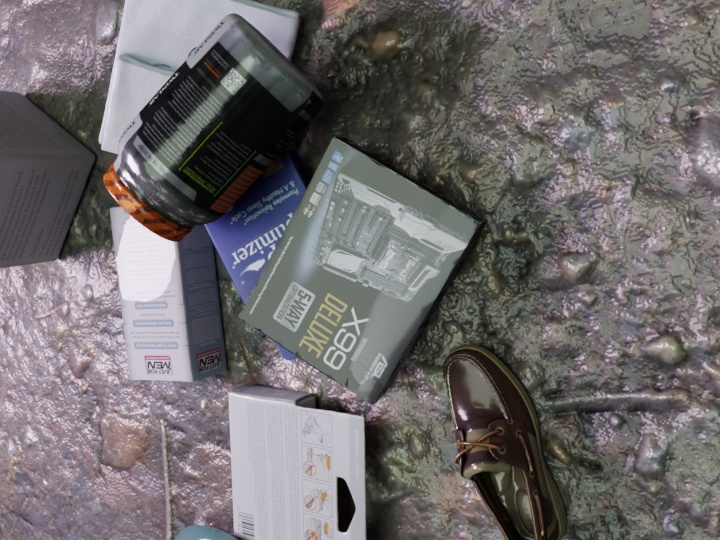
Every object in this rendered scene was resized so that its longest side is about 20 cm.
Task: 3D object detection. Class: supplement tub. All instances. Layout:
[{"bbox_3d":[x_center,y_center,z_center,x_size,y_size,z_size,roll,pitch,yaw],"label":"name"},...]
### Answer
[{"bbox_3d":[-0.142,-0.130,0.754,0.200,0.123,0.123,-45,73,8],"label":"supplement tub"}]

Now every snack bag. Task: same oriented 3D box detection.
[{"bbox_3d":[-0.166,-0.195,0.820,0.188,0.021,0.200,18,109,0],"label":"snack bag"}]

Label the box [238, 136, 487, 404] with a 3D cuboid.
[{"bbox_3d":[0.000,0.000,0.749,0.158,0.050,0.200,33,103,11],"label":"box"}]

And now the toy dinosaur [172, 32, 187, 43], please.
[{"bbox_3d":[-0.194,-0.286,0.851,0.200,0.058,0.101,-38,76,28],"label":"toy dinosaur"}]

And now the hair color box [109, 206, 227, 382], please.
[{"bbox_3d":[-0.218,0.022,0.904,0.099,0.061,0.200,-3,94,31],"label":"hair color box"}]

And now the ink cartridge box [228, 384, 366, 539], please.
[{"bbox_3d":[-0.060,0.231,0.848,0.173,0.044,0.200,3,98,29],"label":"ink cartridge box"}]

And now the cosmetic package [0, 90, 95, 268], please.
[{"bbox_3d":[-0.467,-0.109,0.950,0.165,0.200,0.165,38,113,21],"label":"cosmetic package"}]

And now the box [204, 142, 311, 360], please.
[{"bbox_3d":[-0.079,-0.017,0.814,0.121,0.032,0.200,-29,86,17],"label":"box"}]

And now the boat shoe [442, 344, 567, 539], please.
[{"bbox_3d":[0.122,0.165,0.716,0.072,0.072,0.200,-23,85,30],"label":"boat shoe"}]

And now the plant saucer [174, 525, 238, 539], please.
[{"bbox_3d":[-0.153,0.384,0.904,0.200,0.027,0.200,15,119,30],"label":"plant saucer"}]
